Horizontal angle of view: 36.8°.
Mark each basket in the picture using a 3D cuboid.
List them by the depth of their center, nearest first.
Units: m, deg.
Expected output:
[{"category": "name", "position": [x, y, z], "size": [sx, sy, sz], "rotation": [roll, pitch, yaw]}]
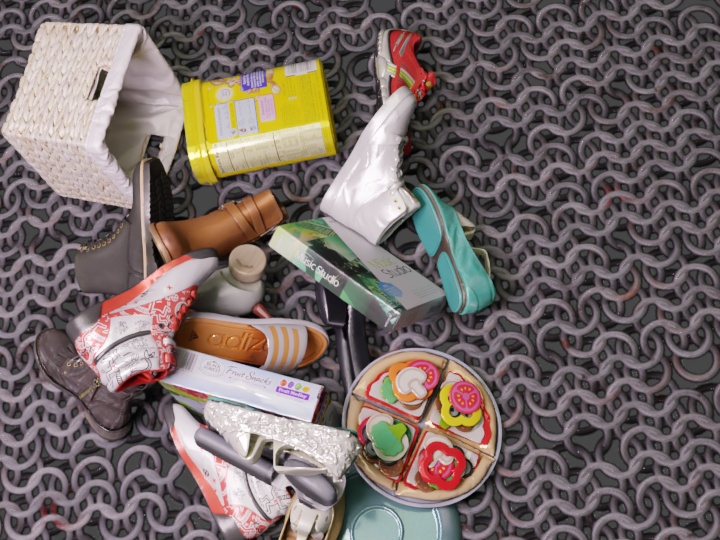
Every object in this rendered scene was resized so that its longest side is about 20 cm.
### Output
[{"category": "basket", "position": [-0.360, -0.212, 1.489], "size": [0.161, 0.200, 0.198], "rotation": [8, 69, 14]}]

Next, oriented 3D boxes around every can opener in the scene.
[{"category": "can opener", "position": [-0.106, 0.219, 1.276], "size": [0.200, 0.067, 0.053], "rotation": [22, 56, 22]}, {"category": "can opener", "position": [-0.013, 0.097, 1.384], "size": [0.079, 0.063, 0.200], "rotation": [-5, 75, -22]}]

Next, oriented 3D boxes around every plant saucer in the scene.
[{"category": "plant saucer", "position": [0.021, 0.317, 1.303], "size": [0.200, 0.027, 0.200], "rotation": [-4, 67, 8]}]

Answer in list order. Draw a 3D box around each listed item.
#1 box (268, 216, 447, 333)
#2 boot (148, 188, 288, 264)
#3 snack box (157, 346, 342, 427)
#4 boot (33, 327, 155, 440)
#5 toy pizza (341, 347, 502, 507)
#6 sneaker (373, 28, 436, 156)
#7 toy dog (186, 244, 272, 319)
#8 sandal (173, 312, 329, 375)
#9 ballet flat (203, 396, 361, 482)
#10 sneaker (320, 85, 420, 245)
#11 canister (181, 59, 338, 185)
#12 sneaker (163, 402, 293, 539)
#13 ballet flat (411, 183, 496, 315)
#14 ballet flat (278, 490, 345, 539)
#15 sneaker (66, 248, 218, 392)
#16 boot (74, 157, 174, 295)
[{"category": "box", "position": [0.000, 0.000, 1.378], "size": [0.200, 0.144, 0.036], "rotation": [34, 112, 20]}, {"category": "boot", "position": [-0.177, -0.053, 1.395], "size": [0.155, 0.200, 0.077], "rotation": [-25, 79, 7]}, {"category": "snack box", "position": [-0.133, 0.159, 1.328], "size": [0.200, 0.142, 0.053], "rotation": [14, 70, 15]}, {"category": "boot", "position": [-0.332, 0.106, 1.363], "size": [0.200, 0.174, 0.069], "rotation": [45, 49, 16]}, {"category": "toy pizza", "position": [0.077, 0.186, 1.314], "size": [0.200, 0.032, 0.200], "rotation": [3, 66, -8]}, {"category": "sneaker", "position": [0.064, -0.252, 1.507], "size": [0.085, 0.077, 0.200], "rotation": [-2, 70, -3]}, {"category": "toy dog", "position": [-0.194, 0.053, 1.384], "size": [0.200, 0.132, 0.096], "rotation": [-32, 60, -5]}, {"category": "sandal", "position": [-0.136, 0.102, 1.348], "size": [0.206, 0.079, 0.059], "rotation": [7, 32, -22]}, {"category": "ballet flat", "position": [-0.098, 0.193, 1.221], "size": [0.200, 0.072, 0.072], "rotation": [10, 69, 21]}, {"category": "sneaker", "position": [0.045, -0.131, 1.418], "size": [0.116, 0.074, 0.200], "rotation": [36, 108, 15]}, {"category": "canister", "position": [-0.139, -0.210, 1.514], "size": [0.200, 0.087, 0.149], "rotation": [-11, 67, 3]}, {"category": "sneaker", "position": [-0.158, 0.232, 1.346], "size": [0.108, 0.067, 0.202], "rotation": [-31, 70, -5]}, {"category": "ballet flat", "position": [0.125, -0.028, 1.411], "size": [0.070, 0.067, 0.200], "rotation": [-5, 56, -24]}, {"category": "ballet flat", "position": [-0.066, 0.321, 1.265], "size": [0.069, 0.063, 0.200], "rotation": [16, 71, 7]}, {"category": "sneaker", "position": [-0.231, 0.062, 1.269], "size": [0.201, 0.067, 0.108], "rotation": [-31, 79, -24]}, {"category": "boot", "position": [-0.324, -0.051, 1.441], "size": [0.138, 0.077, 0.200], "rotation": [5, 104, 15]}]
